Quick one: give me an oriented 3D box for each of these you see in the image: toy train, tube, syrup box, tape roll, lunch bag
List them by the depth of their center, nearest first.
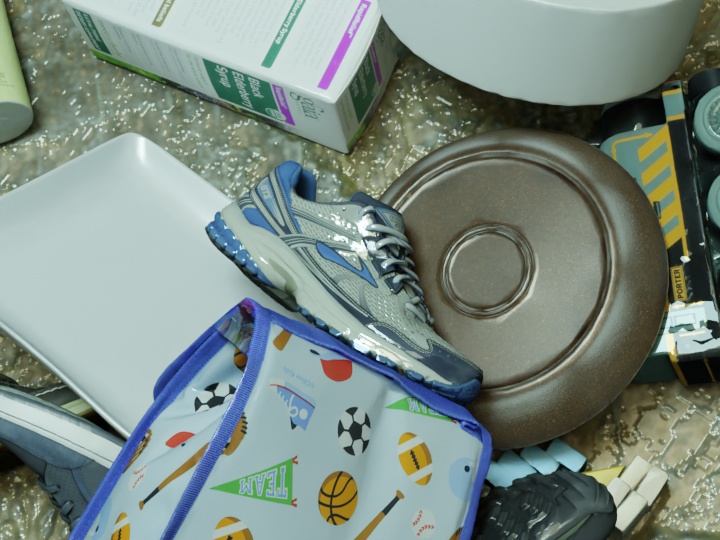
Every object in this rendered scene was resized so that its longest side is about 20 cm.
[{"bbox_3d":[-0.042,0.132,0.788,0.170,0.124,0.200,29,92,-28],"label":"lunch bag"},{"bbox_3d":[0.198,-0.024,0.905,0.114,0.085,0.200,-10,70,14],"label":"toy train"},{"bbox_3d":[0.112,-0.189,0.928,0.202,0.071,0.203,5,43,-5],"label":"tape roll"},{"bbox_3d":[-0.083,-0.156,0.986,0.200,0.079,0.081,23,75,14],"label":"syrup box"},{"bbox_3d":[-0.271,-0.180,1.041,0.058,0.052,0.200,-3,60,-38],"label":"tube"}]

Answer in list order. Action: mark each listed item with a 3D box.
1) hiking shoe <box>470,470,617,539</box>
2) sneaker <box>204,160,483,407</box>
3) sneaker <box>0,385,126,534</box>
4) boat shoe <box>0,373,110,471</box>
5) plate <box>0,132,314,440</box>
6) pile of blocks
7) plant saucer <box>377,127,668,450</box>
[{"bbox_3d":[0.080,0.193,0.824,0.101,0.076,0.200,36,111,-15],"label":"hiking shoe"},{"bbox_3d":[0.000,0.000,0.864,0.200,0.077,0.085,37,84,28],"label":"sneaker"},{"bbox_3d":[-0.155,0.166,0.855,0.202,0.077,0.146,35,81,-15],"label":"sneaker"},{"bbox_3d":[-0.235,0.091,0.926,0.200,0.073,0.065,-19,75,1],"label":"boat shoe"},{"bbox_3d":[-0.134,0.011,0.918,0.200,0.032,0.200,35,42,18],"label":"plate"},{"bbox_3d":[0.078,0.131,0.875,0.200,0.062,0.082,-16,70,2],"label":"pile of blocks"},{"bbox_3d":[0.077,0.004,0.889,0.200,0.032,0.200,-7,70,21],"label":"plant saucer"}]
